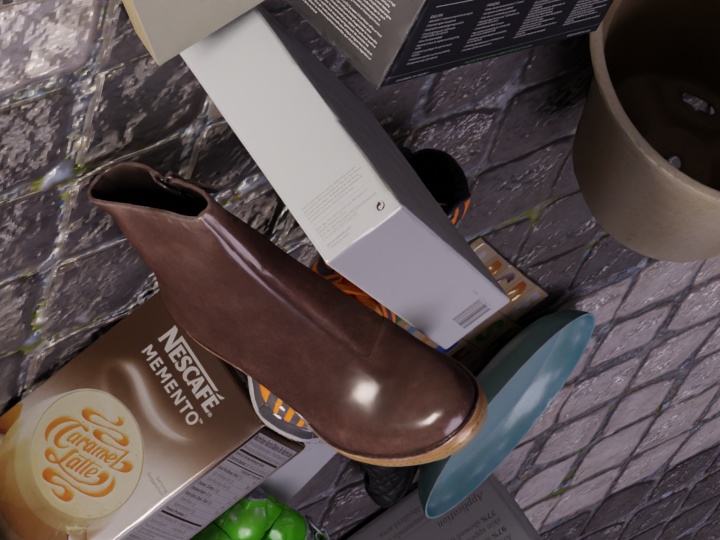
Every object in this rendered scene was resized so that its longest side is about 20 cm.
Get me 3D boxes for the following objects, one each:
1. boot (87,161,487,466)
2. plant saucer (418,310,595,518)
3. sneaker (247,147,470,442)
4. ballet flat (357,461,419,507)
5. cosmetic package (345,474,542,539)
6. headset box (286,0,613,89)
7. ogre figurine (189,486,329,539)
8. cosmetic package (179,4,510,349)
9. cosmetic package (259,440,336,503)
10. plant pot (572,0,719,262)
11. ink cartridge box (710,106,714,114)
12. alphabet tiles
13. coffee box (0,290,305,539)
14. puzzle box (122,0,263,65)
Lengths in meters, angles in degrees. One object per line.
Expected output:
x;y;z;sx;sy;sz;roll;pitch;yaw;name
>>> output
-0.041;0.022;1.207;0.072;0.200;0.166;-56;136;-16;boot
0.106;0.104;1.776;0.200;0.027;0.200;-45;163;-18;plant saucer
0.000;0.000;1.344;0.200;0.077;0.112;-64;-177;-38;sneaker
0.018;0.132;1.740;0.200;0.057;0.067;92;20;-72;ballet flat
0.096;0.292;1.958;0.167;0.200;0.166;-35;157;2;cosmetic package
0.073;-0.200;1.062;0.174;0.093;0.200;-20;148;-46;headset box
-0.102;0.214;1.481;0.200;0.098;0.120;-32;137;-11;ogre figurine
-0.006;-0.049;1.214;0.052;0.151;0.200;-36;157;7;cosmetic package
-0.105;0.142;1.552;0.200;0.074;0.102;-45;155;24;cosmetic package
0.214;-0.097;1.411;0.200;0.201;0.184;-28;168;-18;plant pot
0.313;-0.073;1.617;0.084;0.145;0.200;-30;157;-9;ink cartridge box
0.052;0.053;1.680;0.167;0.008;0.200;-39;157;8;alphabet tiles
-0.149;0.116;1.387;0.200;0.115;0.080;-39;157;5;coffee box
-0.060;-0.181;1.043;0.133;0.025;0.200;-32;157;-8;puzzle box
